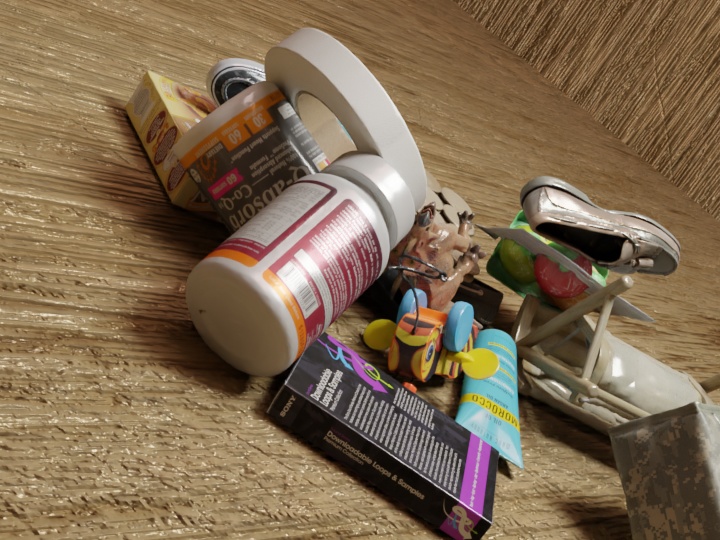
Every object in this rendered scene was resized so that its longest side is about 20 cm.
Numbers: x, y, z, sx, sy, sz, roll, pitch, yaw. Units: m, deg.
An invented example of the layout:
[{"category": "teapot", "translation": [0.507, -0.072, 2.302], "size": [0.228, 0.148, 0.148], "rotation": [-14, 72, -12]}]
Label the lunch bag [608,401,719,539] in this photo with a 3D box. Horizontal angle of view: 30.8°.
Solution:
[{"category": "lunch bag", "translation": [0.335, 0.218, 1.206], "size": [0.199, 0.117, 0.165], "rotation": [14, 61, -48]}]

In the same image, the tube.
[{"category": "tube", "translation": [0.127, 0.124, 1.280], "size": [0.077, 0.051, 0.200], "rotation": [25, 25, -5]}]

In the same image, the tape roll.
[{"category": "tape roll", "translation": [-0.015, -0.127, 1.203], "size": [0.203, 0.037, 0.203], "rotation": [47, -17, 19]}]

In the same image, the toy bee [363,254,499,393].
[{"category": "toy bee", "translation": [0.052, 0.070, 1.229], "size": [0.130, 0.110, 0.200], "rotation": [10, -17, 43]}]

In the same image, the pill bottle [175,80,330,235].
[{"category": "pill bottle", "translation": [-0.073, -0.066, 1.217], "size": [0.201, 0.116, 0.116], "rotation": [54, 18, -4]}]

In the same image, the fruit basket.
[{"category": "fruit basket", "translation": [0.228, -0.005, 1.477], "size": [0.185, 0.094, 0.200], "rotation": [34, -9, -9]}]

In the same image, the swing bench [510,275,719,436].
[{"category": "swing bench", "translation": [0.281, 0.115, 1.391], "size": [0.198, 0.131, 0.200], "rotation": [27, -17, -18]}]

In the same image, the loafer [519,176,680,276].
[{"category": "loafer", "translation": [0.255, -0.031, 1.387], "size": [0.199, 0.072, 0.063], "rotation": [24, 43, -18]}]

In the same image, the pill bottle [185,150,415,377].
[{"category": "pill bottle", "translation": [-0.044, -0.011, 1.083], "size": [0.109, 0.110, 0.200], "rotation": [38, 50, 10]}]

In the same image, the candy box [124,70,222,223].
[{"category": "candy box", "translation": [-0.163, -0.123, 1.361], "size": [0.115, 0.055, 0.200], "rotation": [21, 24, -36]}]

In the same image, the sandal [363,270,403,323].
[{"category": "sandal", "translation": [0.000, 0.001, 1.367], "size": [0.201, 0.048, 0.075], "rotation": [54, 26, 13]}]

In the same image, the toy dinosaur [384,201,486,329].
[{"category": "toy dinosaur", "translation": [0.064, 0.002, 1.307], "size": [0.085, 0.201, 0.136], "rotation": [-1, 38, 24]}]

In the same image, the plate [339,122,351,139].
[{"category": "plate", "translation": [-0.017, -0.094, 1.350], "size": [0.199, 0.026, 0.202], "rotation": [19, 53, -28]}]

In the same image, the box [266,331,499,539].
[{"category": "box", "translation": [0.024, 0.135, 1.087], "size": [0.199, 0.036, 0.143], "rotation": [36, 18, -2]}]

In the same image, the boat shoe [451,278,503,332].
[{"category": "boat shoe", "translation": [0.081, -0.009, 1.494], "size": [0.200, 0.057, 0.067], "rotation": [41, 20, 18]}]

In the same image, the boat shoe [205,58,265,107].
[{"category": "boat shoe", "translation": [-0.080, -0.148, 1.393], "size": [0.200, 0.072, 0.068], "rotation": [41, 13, -27]}]

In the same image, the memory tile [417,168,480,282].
[{"category": "memory tile", "translation": [0.073, -0.071, 1.493], "size": [0.153, 0.017, 0.200], "rotation": [36, 22, -16]}]
